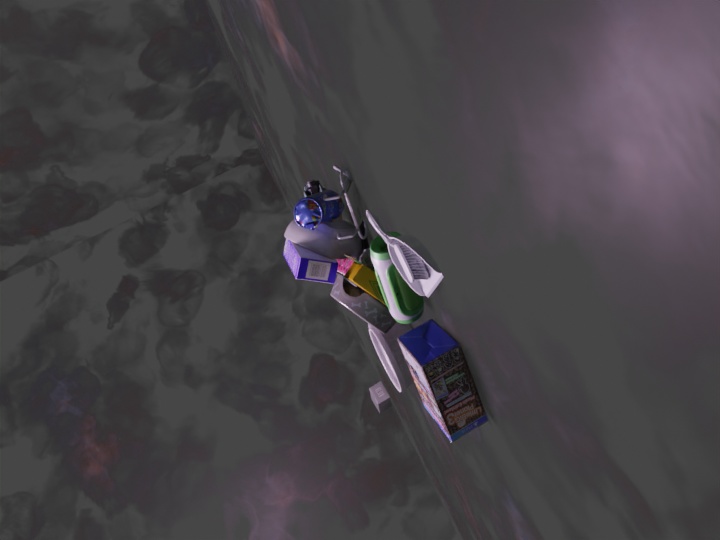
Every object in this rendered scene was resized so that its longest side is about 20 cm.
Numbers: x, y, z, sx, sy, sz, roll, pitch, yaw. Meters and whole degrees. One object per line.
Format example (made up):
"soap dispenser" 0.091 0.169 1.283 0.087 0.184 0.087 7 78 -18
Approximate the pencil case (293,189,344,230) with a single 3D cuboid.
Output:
"pencil case" -0.105 -0.157 1.543 0.200 0.076 0.089 -40 -64 -70

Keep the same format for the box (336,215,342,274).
"box" -0.109 -0.088 1.843 0.124 0.095 0.205 -14 -83 -75

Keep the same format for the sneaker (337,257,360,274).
"sneaker" -0.048 -0.028 1.718 0.086 0.075 0.198 11 -170 -45

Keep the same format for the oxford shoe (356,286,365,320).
"oxford shoe" 0.031 0.104 1.733 0.072 0.085 0.200 26 171 32

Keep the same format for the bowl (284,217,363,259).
"bowl" -0.088 -0.102 1.653 0.198 0.198 0.076 26 109 28

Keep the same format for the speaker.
"speaker" 0.082 0.019 1.302 0.089 0.087 0.203 53 166 54

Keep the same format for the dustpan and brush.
"dustpan and brush" 0.078 -0.043 1.172 0.203 0.056 0.140 62 164 15

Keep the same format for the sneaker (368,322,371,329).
"sneaker" 0.073 0.164 1.885 0.100 0.077 0.201 55 -168 -25

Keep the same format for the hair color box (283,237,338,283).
"hair color box" -0.138 -0.032 1.616 0.200 0.107 0.066 -127 49 -63

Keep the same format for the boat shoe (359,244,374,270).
"boat shoe" 0.031 -0.032 1.537 0.073 0.067 0.200 64 172 -4

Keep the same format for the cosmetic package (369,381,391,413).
"cosmetic package" 0.110 0.703 3.303 0.108 0.089 0.201 56 166 27

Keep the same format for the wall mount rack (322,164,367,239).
"wall mount rack" -0.037 -0.182 1.535 0.175 0.073 0.203 -72 -31 -51

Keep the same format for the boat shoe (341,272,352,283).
"boat shoe" -0.025 -0.007 2.004 0.200 0.071 0.072 46 164 -18

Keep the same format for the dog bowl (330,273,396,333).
"dog bowl" 0.008 0.088 1.519 0.198 0.059 0.200 36 177 2

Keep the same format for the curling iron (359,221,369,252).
"curling iron" 0.028 -0.040 1.651 0.026 0.049 0.204 -144 34 -71

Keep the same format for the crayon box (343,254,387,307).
"crayon box" 0.034 0.038 1.480 0.198 0.051 0.127 36 177 -10

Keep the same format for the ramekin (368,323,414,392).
"ramekin" 0.113 0.233 1.710 0.203 0.103 0.201 62 171 16

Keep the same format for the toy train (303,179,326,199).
"toy train" -0.136 -0.216 2.046 0.114 0.084 0.203 -108 -5 -75

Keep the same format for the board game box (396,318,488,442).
"board game box" 0.178 0.238 1.312 0.203 0.095 0.159 67 172 -21
